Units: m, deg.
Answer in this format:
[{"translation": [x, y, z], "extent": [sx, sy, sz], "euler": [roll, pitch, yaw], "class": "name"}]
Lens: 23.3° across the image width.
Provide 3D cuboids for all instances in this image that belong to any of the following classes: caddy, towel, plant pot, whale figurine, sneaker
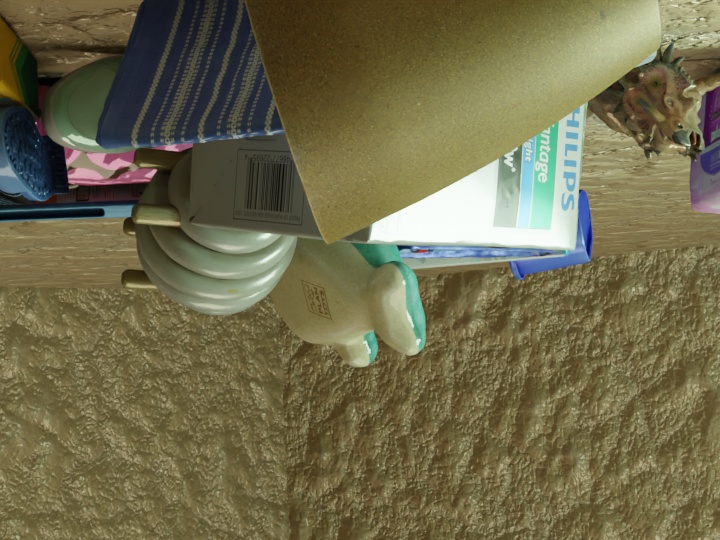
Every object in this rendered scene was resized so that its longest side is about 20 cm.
[{"translation": [0.171, -0.072, 1.748], "extent": [0.104, 0.143, 0.200], "euler": [-7, -167, 11], "class": "caddy"}, {"translation": [-0.059, -0.134, 1.073], "extent": [0.198, 0.146, 0.024], "euler": [-5, 134, 17], "class": "towel"}, {"translation": [0.049, -0.131, 0.915], "extent": [0.198, 0.188, 0.186], "euler": [-16, 175, 2], "class": "plant pot"}, {"translation": [0.000, 0.000, 1.395], "extent": [0.103, 0.160, 0.199], "euler": [-25, -154, -26], "class": "whale figurine"}, {"translation": [-0.271, -0.078, 1.293], "extent": [0.077, 0.071, 0.200], "euler": [-9, 176, 1], "class": "sneaker"}, {"translation": [-0.132, -0.132, 1.299], "extent": [0.199, 0.074, 0.118], "euler": [-9, -178, -24], "class": "sneaker"}]

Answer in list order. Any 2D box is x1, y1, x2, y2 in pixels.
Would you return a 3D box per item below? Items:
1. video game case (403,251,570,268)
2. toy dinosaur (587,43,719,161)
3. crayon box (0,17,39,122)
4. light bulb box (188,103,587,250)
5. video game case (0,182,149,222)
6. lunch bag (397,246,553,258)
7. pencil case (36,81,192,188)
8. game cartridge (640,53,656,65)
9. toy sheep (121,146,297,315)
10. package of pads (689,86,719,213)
[{"translation": [0.093, -0.077, 1.647], "extent": [0.198, 0.144, 0.018], "euler": [-5, -168, 23], "class": "video game case"}, {"translation": [0.221, -0.142, 1.410], "extent": [0.135, 0.087, 0.199], "euler": [11, 180, -40], "class": "toy dinosaur"}, {"translation": [-0.304, -0.141, 1.230], "extent": [0.124, 0.052, 0.200], "euler": [-3, 177, -2], "class": "crayon box"}, {"translation": [0.019, -0.083, 1.202], "extent": [0.199, 0.126, 0.197], "euler": [2, -176, -41], "class": "light bulb box"}, {"translation": [-0.267, -0.093, 1.507], "extent": [0.198, 0.144, 0.018], "euler": [-2, 131, -4], "class": "video game case"}, {"translation": [0.101, -0.089, 1.517], "extent": [0.198, 0.152, 0.094], "euler": [0, 175, -29], "class": "lunch bag"}, {"translation": [-0.190, -0.109, 1.449], "extent": [0.198, 0.095, 0.091], "euler": [-3, 176, -12], "class": "pencil case"}, {"translation": [0.126, -0.145, 1.336], "extent": [0.133, 0.041, 0.199], "euler": [-25, -174, -36], "class": "game cartridge"}, {"translation": [-0.114, -0.030, 1.334], "extent": [0.137, 0.139, 0.200], "euler": [-2, 152, -14], "class": "toy sheep"}, {"translation": [0.341, -0.117, 1.506], "extent": [0.075, 0.122, 0.200], "euler": [3, 176, -3], "class": "package of pads"}]
